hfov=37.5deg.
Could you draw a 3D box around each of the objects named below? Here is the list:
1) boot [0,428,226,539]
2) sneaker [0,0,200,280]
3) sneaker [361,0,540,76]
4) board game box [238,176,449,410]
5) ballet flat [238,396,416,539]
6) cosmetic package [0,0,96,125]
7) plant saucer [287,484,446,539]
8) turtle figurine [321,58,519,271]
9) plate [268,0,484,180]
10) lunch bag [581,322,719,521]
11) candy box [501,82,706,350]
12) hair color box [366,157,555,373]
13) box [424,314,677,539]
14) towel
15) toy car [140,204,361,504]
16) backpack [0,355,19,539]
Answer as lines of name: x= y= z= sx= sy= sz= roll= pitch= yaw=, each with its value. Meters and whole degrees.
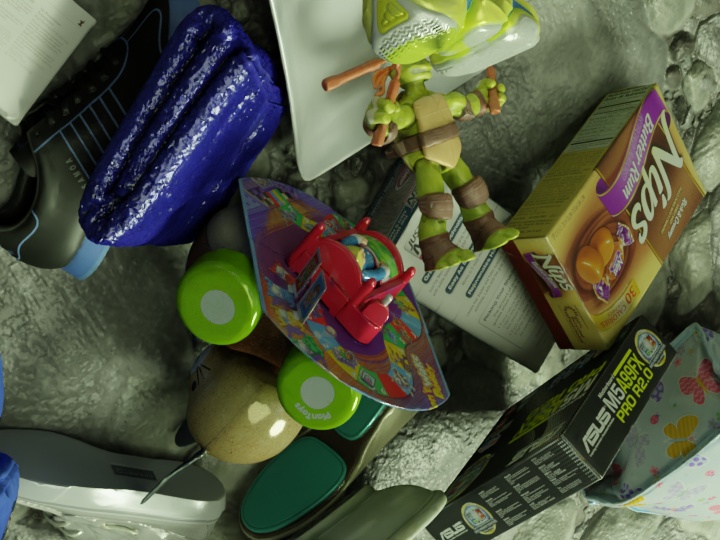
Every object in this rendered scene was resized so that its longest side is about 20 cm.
boot: x=-0.199 y=0.182 z=0.768 sx=0.198 sy=0.074 sz=0.097 roll=19 pitch=105 yaw=-29
sneaker: x=-0.171 y=-0.094 z=0.674 sx=0.077 sy=0.070 sz=0.203 roll=22 pitch=96 yaw=-34
sneaker: x=0.054 y=-0.184 z=0.662 sx=0.199 sy=0.075 sz=0.107 roll=-15 pitch=86 yaw=-66
board game box: x=0.000 y=0.000 z=0.690 sx=0.157 sy=0.201 sz=0.039 roll=29 pitch=118 yaw=-31
ballet flat: x=-0.015 y=0.149 z=0.870 sx=0.200 sy=0.069 sz=0.070 roll=-45 pitch=125 yaw=-8
cosmetic package: x=-0.255 y=-0.179 z=0.602 sx=0.083 sy=0.051 sz=0.200 roll=-50 pitch=125 yaw=-1
plant saucer: x=-0.023 y=0.222 z=0.847 sx=0.199 sy=0.200 sz=0.051 roll=-35 pitch=82 yaw=-14
turtle figurine: x=0.046 y=-0.085 z=0.741 sx=0.199 sy=0.064 sz=0.164 roll=-23 pitch=96 yaw=-51
plate: x=0.018 y=-0.184 z=0.733 sx=0.199 sy=0.032 sz=0.201 roll=-35 pitch=146 yaw=-20
lunch bag: x=0.320 y=0.162 z=1.027 sx=0.168 sy=0.128 sz=0.201 roll=17 pitch=126 yaw=-34
candy box: x=0.203 y=-0.046 z=0.869 sx=0.200 sy=0.056 sz=0.117 roll=-48 pitch=117 yaw=-30
hair color box: x=0.092 y=-0.004 z=0.867 sx=0.199 sy=0.060 sz=0.101 roll=31 pitch=90 yaw=-35
box: x=0.150 y=0.137 z=0.858 sx=0.044 sy=0.200 sz=0.160 roll=45 pitch=49 yaw=2
towel: x=-0.098 y=-0.076 z=0.656 sx=0.049 sy=0.200 sz=0.149 roll=30 pitch=93 yaw=2
toy car: x=-0.088 y=0.070 z=0.741 sx=0.157 sy=0.165 sz=0.200 roll=40 pitch=111 yaw=-6
backpack: x=-0.286 y=0.117 z=0.630 sx=0.166 sy=0.162 sz=0.203 roll=26 pitch=85 yaw=-17
